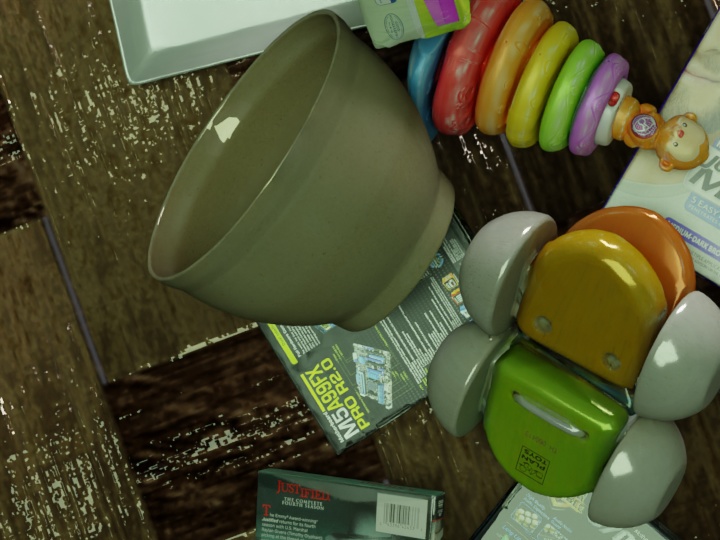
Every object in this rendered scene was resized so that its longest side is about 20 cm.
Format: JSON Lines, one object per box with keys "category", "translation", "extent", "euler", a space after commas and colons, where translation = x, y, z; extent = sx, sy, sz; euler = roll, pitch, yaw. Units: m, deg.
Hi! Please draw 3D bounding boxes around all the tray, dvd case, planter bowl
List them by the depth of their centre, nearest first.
{"category": "planter bowl", "translation": [-0.025, -0.045, 1.195], "extent": [0.134, 0.200, 0.201], "euler": [34, 97, -21]}
{"category": "dvd case", "translation": [-0.012, 0.245, 1.293], "extent": [0.145, 0.022, 0.202], "euler": [3, 93, 30]}
{"category": "tray", "translation": [-0.079, -0.204, 1.312], "extent": [0.198, 0.022, 0.108], "euler": [-13, 89, 9]}

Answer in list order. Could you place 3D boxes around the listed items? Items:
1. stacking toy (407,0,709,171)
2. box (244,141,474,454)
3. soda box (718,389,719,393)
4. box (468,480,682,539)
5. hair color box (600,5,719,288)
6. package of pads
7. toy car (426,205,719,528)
{"category": "stacking toy", "translation": [0.134, -0.113, 1.215], "extent": [0.199, 0.110, 0.117], "euler": [25, 70, 14]}
{"category": "box", "translation": [0.000, 0.000, 1.297], "extent": [0.160, 0.044, 0.201], "euler": [-33, 87, 9]}
{"category": "soda box", "translation": [0.298, 0.000, 1.239], "extent": [0.063, 0.070, 0.201], "euler": [31, 96, 5]}
{"category": "box", "translation": [0.159, 0.237, 1.280], "extent": [0.199, 0.046, 0.159], "euler": [38, 97, 6]}
{"category": "hair color box", "translation": [0.255, -0.096, 1.247], "extent": [0.109, 0.065, 0.201], "euler": [30, 94, 7]}
{"category": "package of pads", "translation": [0.015, -0.249, 1.169], "extent": [0.068, 0.201, 0.155], "euler": [-15, 128, 8]}
{"category": "toy car", "translation": [0.151, 0.049, 1.200], "extent": [0.174, 0.150, 0.201], "euler": [29, 125, 19]}
